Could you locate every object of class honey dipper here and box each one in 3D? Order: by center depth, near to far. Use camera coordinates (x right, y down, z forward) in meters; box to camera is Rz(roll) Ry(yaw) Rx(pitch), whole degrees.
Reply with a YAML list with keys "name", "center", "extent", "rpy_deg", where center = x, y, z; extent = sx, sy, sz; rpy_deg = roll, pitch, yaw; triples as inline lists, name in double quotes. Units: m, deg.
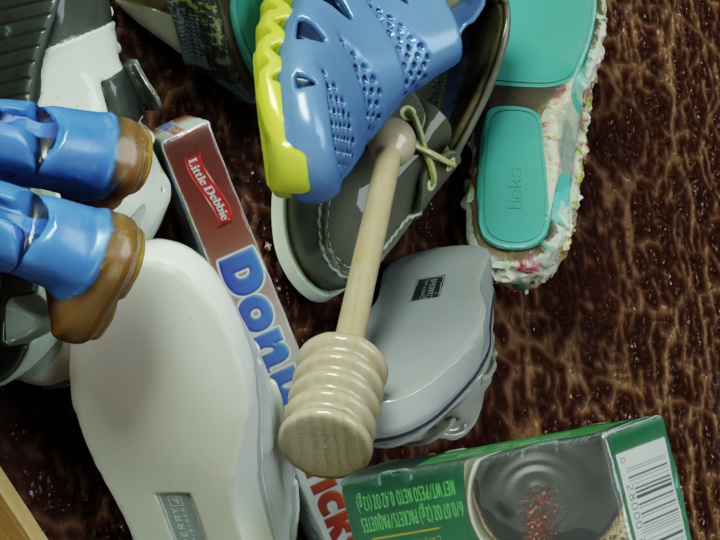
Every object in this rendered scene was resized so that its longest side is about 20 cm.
- name: "honey dipper"
  center: [0.000, 0.000, 0.804]
  extent: [0.038, 0.038, 0.201]
  rpy_deg: [50, 32, -30]

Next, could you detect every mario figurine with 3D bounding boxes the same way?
- name: "mario figurine"
  center: [-0.175, -0.037, 0.641]
  extent: [0.198, 0.107, 0.124]
  rpy_deg: [19, 19, -24]

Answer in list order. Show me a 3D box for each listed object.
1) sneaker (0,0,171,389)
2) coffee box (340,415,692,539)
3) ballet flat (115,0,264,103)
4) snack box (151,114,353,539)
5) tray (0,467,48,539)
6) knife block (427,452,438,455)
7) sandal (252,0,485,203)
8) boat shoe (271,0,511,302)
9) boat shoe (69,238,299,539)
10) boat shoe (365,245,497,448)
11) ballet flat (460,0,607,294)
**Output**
- name: "sneaker"
  center: [-0.114, -0.055, 0.749]
  extent: [0.088, 0.074, 0.202]
  rpy_deg: [5, 85, -50]
- name: "coffee box"
  center: [0.071, 0.160, 0.680]
  extent: [0.044, 0.122, 0.202]
  rpy_deg: [-11, 88, -52]
- name: "ballet flat"
  center: [-0.078, -0.137, 0.809]
  extent: [0.200, 0.073, 0.075]
  rpy_deg: [74, 23, -61]
- name: "snack box"
  center: [-0.041, 0.033, 0.815]
  extent: [0.024, 0.072, 0.202]
  rpy_deg: [-23, 101, -8]
- name: "tray"
  center: [-0.159, 0.107, 0.671]
  extent: [0.201, 0.037, 0.099]
  rpy_deg: [62, 40, -20]
- name: "knife block"
  center: [0.105, 0.141, 0.932]
  extent: [0.175, 0.063, 0.202]
  rpy_deg: [-42, 131, -48]
- name: "sandal"
  center: [0.005, -0.104, 0.856]
  extent: [0.201, 0.086, 0.080]
  rpy_deg: [-72, 165, -45]
- name: "boat shoe"
  center: [0.018, -0.069, 0.924]
  extent: [0.072, 0.060, 0.203]
  rpy_deg: [52, 44, -28]
- name: "boat shoe"
  center: [-0.058, 0.060, 0.752]
  extent: [0.069, 0.071, 0.201]
  rpy_deg: [-72, 153, -49]
- name: "boat shoe"
  center: [0.028, 0.046, 0.872]
  extent: [0.200, 0.071, 0.066]
  rpy_deg: [-69, 149, -72]
- name: "ballet flat"
  center: [0.090, -0.078, 1.027]
  extent: [0.064, 0.075, 0.202]
  rpy_deg: [72, 29, -62]
